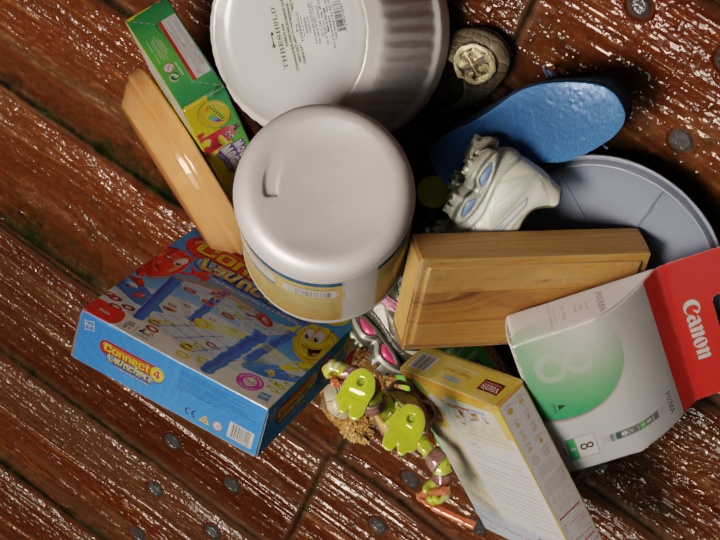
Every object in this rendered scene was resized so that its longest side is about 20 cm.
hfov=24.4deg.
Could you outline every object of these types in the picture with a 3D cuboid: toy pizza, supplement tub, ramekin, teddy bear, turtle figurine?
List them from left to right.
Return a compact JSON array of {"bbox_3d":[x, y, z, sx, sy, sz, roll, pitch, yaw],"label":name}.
[{"bbox_3d":[-0.035,-0.205,1.409,0.199,0.105,0.202,6,102,30],"label":"ramekin"},{"bbox_3d":[-0.029,-0.039,1.373,0.144,0.145,0.200,37,167,9],"label":"supplement tub"},{"bbox_3d":[0.029,0.100,1.605,0.199,0.067,0.146,-9,109,35],"label":"teddy bear"},{"bbox_3d":[0.038,0.136,1.433,0.064,0.161,0.200,-39,76,-1],"label":"turtle figurine"},{"bbox_3d":[0.221,-0.014,1.435,0.199,0.032,0.201,17,129,22],"label":"toy pizza"}]

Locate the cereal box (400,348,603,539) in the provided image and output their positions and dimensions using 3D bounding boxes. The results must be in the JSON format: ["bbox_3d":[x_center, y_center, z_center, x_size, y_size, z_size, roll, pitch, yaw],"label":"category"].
[{"bbox_3d":[0.125,0.165,1.456,0.144,0.039,0.201,18,142,54],"label":"cereal box"}]

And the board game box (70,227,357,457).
[{"bbox_3d":[-0.127,0.060,1.527,0.199,0.196,0.056,26,123,14],"label":"board game box"}]

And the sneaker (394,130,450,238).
[{"bbox_3d":[0.081,-0.030,1.498,0.066,0.078,0.201,-30,80,2],"label":"sneaker"}]

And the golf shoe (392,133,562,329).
[{"bbox_3d":[0.096,-0.013,1.401,0.097,0.078,0.201,25,124,-8],"label":"golf shoe"}]

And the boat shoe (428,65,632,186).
[{"bbox_3d":[0.144,-0.130,1.398,0.199,0.069,0.085,-10,109,40],"label":"boat shoe"}]

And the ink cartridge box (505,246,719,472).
[{"bbox_3d":[0.237,0.077,1.387,0.199,0.050,0.161,-17,127,10],"label":"ink cartridge box"}]

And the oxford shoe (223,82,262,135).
[{"bbox_3d":[-0.072,-0.152,1.537,0.074,0.070,0.201,-25,101,12],"label":"oxford shoe"}]

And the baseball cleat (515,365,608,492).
[{"bbox_3d":[0.186,0.127,1.514,0.106,0.070,0.201,28,131,16],"label":"baseball cleat"}]

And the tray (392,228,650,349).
[{"bbox_3d":[0.133,0.016,1.381,0.199,0.037,0.099,-2,131,-15],"label":"tray"}]

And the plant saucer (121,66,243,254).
[{"bbox_3d":[-0.167,-0.096,1.552,0.201,0.037,0.200,56,174,9],"label":"plant saucer"}]

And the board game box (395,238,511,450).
[{"bbox_3d":[0.067,0.069,1.534,0.095,0.030,0.201,-33,86,29],"label":"board game box"}]

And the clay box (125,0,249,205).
[{"bbox_3d":[-0.143,-0.145,1.513,0.115,0.047,0.200,56,176,26],"label":"clay box"}]

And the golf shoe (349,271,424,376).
[{"bbox_3d":[0.000,0.000,1.505,0.088,0.077,0.200,-41,89,11],"label":"golf shoe"}]

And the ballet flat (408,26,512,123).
[{"bbox_3d":[0.046,-0.158,1.456,0.199,0.046,0.068,-16,108,38],"label":"ballet flat"}]
